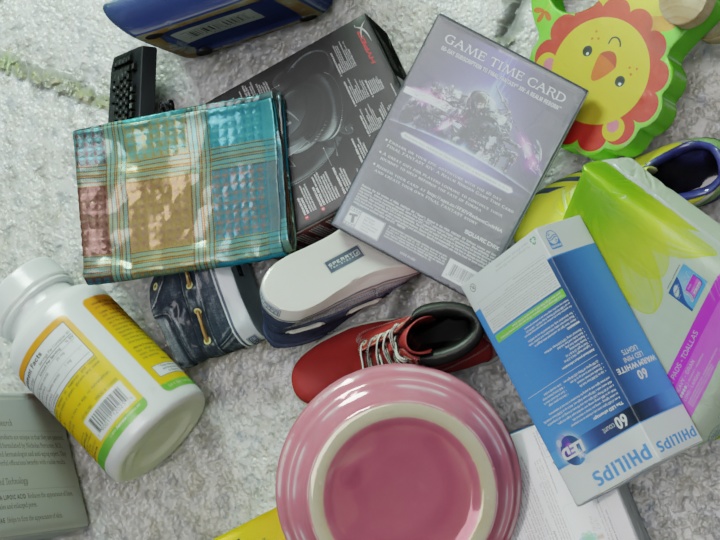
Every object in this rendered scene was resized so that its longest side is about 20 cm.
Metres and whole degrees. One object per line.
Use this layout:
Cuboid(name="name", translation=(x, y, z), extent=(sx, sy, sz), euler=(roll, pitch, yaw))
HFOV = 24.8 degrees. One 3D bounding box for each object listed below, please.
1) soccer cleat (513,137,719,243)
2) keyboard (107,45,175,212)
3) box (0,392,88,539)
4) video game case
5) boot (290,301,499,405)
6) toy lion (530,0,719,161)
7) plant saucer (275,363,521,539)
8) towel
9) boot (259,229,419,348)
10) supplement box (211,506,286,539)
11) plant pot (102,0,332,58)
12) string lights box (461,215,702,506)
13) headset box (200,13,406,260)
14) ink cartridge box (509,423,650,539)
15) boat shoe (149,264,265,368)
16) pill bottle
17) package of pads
Cuboid(name="soccer cleat", translation=(0.218, -0.066, 1.371), extent=(0.199, 0.084, 0.065), euler=(-18, 81, 14))
Cuboid(name="keyboard", translation=(-0.205, -0.106, 1.501), extent=(0.127, 0.021, 0.201), euler=(-6, 81, 51))
Cuboid(name="box", translation=(-0.381, 0.199, 1.459), extent=(0.198, 0.200, 0.131), euler=(-20, 80, 14))
Cuboid(name="video game case", translation=(0.083, -0.094, 1.377), extent=(0.142, 0.019, 0.201), euler=(28, 97, 4))
Cuboid(name="boot", translation=(0.018, 0.069, 1.385), extent=(0.199, 0.144, 0.073), euler=(-17, 81, 15))
Cuboid(name="toy lion", translation=(0.210, -0.201, 1.388), extent=(0.192, 0.069, 0.200), euler=(-46, 56, 22))
Cuboid(name="plant saucer", translation=(0.032, 0.176, 1.305), extent=(0.200, 0.051, 0.202), euler=(0, 93, -3))
Cuboid(name="towel", translation=(-0.156, -0.070, 1.434), extent=(0.199, 0.022, 0.147), euler=(-8, 81, 15))
Cuboid(name="boot", translation=(0.000, 0.000, 1.442), extent=(0.199, 0.090, 0.073), euler=(-22, 68, -15))
Cuboid(name="supplement box", translation=(-0.089, 0.279, 1.412), extent=(0.199, 0.109, 0.109), euler=(-29, 77, 11))
Cuboid(name="plant pot", translation=(-0.137, -0.299, 1.447), extent=(0.199, 0.200, 0.181), euler=(-16, 86, 14))
Cuboid(name="string lights box", translation=(0.170, 0.071, 1.282), extent=(0.103, 0.059, 0.201), euler=(-39, 74, 46))
Cuboid(name="headset box", translation=(-0.042, -0.111, 1.457), extent=(0.199, 0.077, 0.149), euler=(-29, 77, 13))
Cuboid(name="ink cartridge box", translation=(0.126, 0.209, 1.373), extent=(0.199, 0.076, 0.137), euler=(-23, 78, 11))
Cuboid(name="boat shoe", translation=(-0.157, -0.014, 1.484), extent=(0.091, 0.071, 0.201), euler=(-23, 78, 15))
Cuboid(name="pill bottle", translation=(-0.244, 0.084, 1.478), extent=(0.200, 0.111, 0.111), euler=(44, 97, 16))
Cuboid(name="package of pads", translation=(0.235, 0.026, 1.294), extent=(0.200, 0.068, 0.155), euler=(42, 129, 30))
